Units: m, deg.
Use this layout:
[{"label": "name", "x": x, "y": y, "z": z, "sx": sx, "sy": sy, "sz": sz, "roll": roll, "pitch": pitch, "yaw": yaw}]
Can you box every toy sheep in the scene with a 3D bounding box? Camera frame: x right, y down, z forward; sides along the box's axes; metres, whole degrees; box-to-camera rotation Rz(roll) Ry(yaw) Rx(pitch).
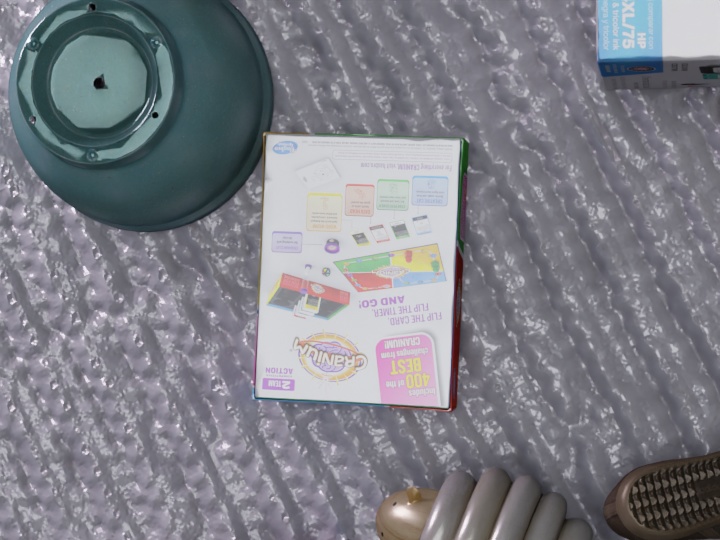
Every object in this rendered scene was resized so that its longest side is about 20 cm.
[{"label": "toy sheep", "x": 0.104, "y": 0.205, "z": 1.258, "sx": 0.199, "sy": 0.138, "sz": 0.139, "roll": 17, "pitch": 92, "yaw": 10}]

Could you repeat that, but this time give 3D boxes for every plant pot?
[{"label": "plant pot", "x": -0.176, "y": -0.131, "z": 1.316, "sx": 0.199, "sy": 0.134, "sz": 0.202, "roll": 0, "pitch": 89, "yaw": 10}]

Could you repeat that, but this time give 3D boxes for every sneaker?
[{"label": "sneaker", "x": 0.268, "y": 0.156, "z": 1.269, "sx": 0.199, "sy": 0.076, "sz": 0.071, "roll": -2, "pitch": 77, "yaw": -12}]

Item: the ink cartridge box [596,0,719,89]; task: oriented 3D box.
[{"label": "ink cartridge box", "x": 0.265, "y": -0.207, "z": 1.233, "sx": 0.199, "sy": 0.147, "sz": 0.147, "roll": 0, "pitch": 88, "yaw": 11}]

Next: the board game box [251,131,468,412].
[{"label": "board game box", "x": 0.000, "y": 0.000, "z": 1.328, "sx": 0.152, "sy": 0.040, "sz": 0.201, "roll": 3, "pitch": 89, "yaw": 10}]

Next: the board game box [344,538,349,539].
[{"label": "board game box", "x": -0.107, "y": 0.252, "z": 1.288, "sx": 0.199, "sy": 0.148, "sz": 0.065, "roll": -15, "pitch": 84, "yaw": 9}]
